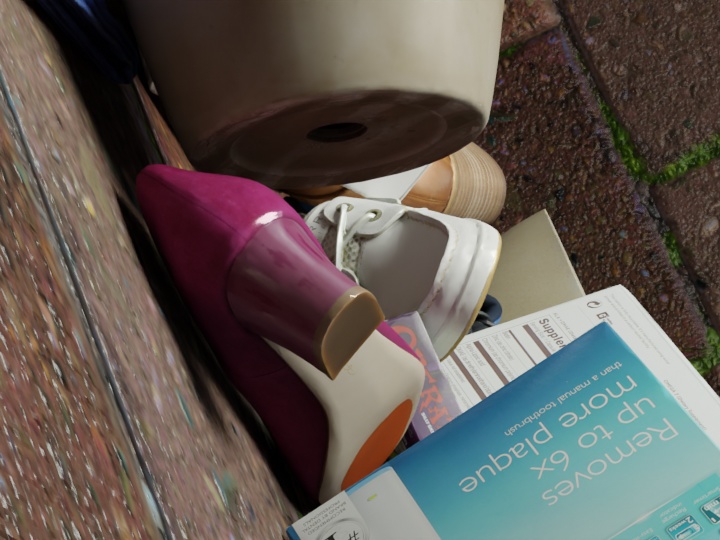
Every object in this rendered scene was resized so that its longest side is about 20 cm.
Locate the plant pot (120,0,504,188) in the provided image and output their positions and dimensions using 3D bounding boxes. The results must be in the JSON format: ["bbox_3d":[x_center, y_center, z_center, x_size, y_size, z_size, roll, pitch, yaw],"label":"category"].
[{"bbox_3d":[-0.021,-0.131,0.949,0.200,0.199,0.174,49,33,-73],"label":"plant pot"}]

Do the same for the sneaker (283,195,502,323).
[{"bbox_3d":[0.019,-0.003,1.352,0.066,0.078,0.200,57,7,35],"label":"sneaker"}]

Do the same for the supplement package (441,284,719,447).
[{"bbox_3d":[0.110,0.140,1.112,0.156,0.110,0.201,-125,-160,-54],"label":"supplement package"}]

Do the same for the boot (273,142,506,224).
[{"bbox_3d":[-0.035,-0.080,1.269,0.200,0.074,0.154,26,11,40],"label":"boot"}]

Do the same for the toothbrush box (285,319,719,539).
[{"bbox_3d":[0.083,0.133,0.854,0.085,0.146,0.200,61,-4,-39],"label":"toothbrush box"}]

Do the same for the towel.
[{"bbox_3d":[-0.139,-0.178,0.936,0.145,0.024,0.201,55,11,-69],"label":"towel"}]

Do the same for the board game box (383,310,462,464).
[{"bbox_3d":[0.040,0.129,1.048,0.201,0.032,0.120,66,-24,16],"label":"board game box"}]

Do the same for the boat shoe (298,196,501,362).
[{"bbox_3d":[0.000,0.000,1.112,0.069,0.071,0.200,28,-11,-17],"label":"boat shoe"}]

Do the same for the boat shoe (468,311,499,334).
[{"bbox_3d":[0.052,0.055,1.258,0.074,0.066,0.200,30,47,-39],"label":"boat shoe"}]

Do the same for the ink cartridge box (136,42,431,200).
[{"bbox_3d":[-0.037,-0.140,1.165,0.146,0.084,0.200,25,29,-30],"label":"ink cartridge box"}]

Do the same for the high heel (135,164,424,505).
[{"bbox_3d":[-0.031,0.024,0.948,0.096,0.067,0.200,37,-20,19],"label":"high heel"}]

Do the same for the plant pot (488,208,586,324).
[{"bbox_3d":[0.098,0.079,1.548,0.200,0.134,0.201,-24,90,-85],"label":"plant pot"}]
